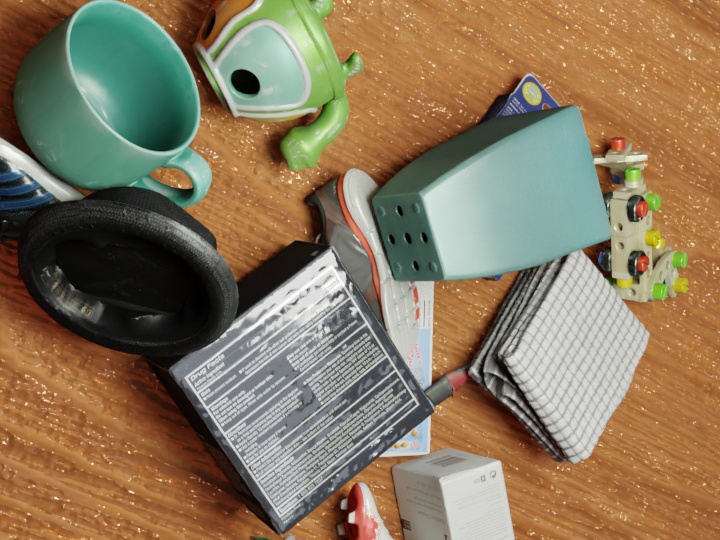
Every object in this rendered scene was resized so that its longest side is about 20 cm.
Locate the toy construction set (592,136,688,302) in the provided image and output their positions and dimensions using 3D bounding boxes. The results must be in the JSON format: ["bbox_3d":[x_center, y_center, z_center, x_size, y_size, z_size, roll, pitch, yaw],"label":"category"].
[{"bbox_3d":[0.313,-0.050,1.596,0.131,0.091,0.202,-26,103,-49],"label":"toy construction set"}]

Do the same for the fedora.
[{"bbox_3d":[-0.199,-0.014,1.255,0.200,0.200,0.092,38,39,-23],"label":"fedora"}]

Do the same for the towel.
[{"bbox_3d":[0.218,0.092,1.548,0.166,0.085,0.201,50,53,-22],"label":"towel"}]

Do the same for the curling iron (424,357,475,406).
[{"bbox_3d":[0.100,0.130,1.513,0.199,0.025,0.050,-24,103,-39],"label":"curling iron"}]

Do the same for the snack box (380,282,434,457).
[{"bbox_3d":[0.041,0.095,1.503,0.071,0.024,0.203,1,91,-28],"label":"snack box"}]

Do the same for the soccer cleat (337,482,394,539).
[{"bbox_3d":[0.029,0.311,1.474,0.084,0.069,0.202,-11,101,-11],"label":"soccer cleat"}]

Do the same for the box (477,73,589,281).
[{"bbox_3d":[0.161,-0.104,1.557,0.121,0.032,0.201,44,73,-22],"label":"box"}]

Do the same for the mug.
[{"bbox_3d":[-0.232,-0.135,1.280,0.151,0.114,0.187,-5,72,-52],"label":"mug"}]

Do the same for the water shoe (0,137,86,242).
[{"bbox_3d":[-0.319,-0.066,1.281,0.199,0.071,0.079,35,78,-24],"label":"water shoe"}]

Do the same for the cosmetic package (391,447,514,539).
[{"bbox_3d":[0.107,0.299,1.496,0.080,0.113,0.202,-13,95,-26],"label":"cosmetic package"}]

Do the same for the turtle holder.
[{"bbox_3d":[-0.083,-0.204,1.382,0.131,0.141,0.186,-32,146,-8],"label":"turtle holder"}]

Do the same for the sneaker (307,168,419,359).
[{"bbox_3d":[0.000,0.000,1.454,0.077,0.081,0.202,-15,89,-62],"label":"sneaker"}]

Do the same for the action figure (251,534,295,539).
[{"bbox_3d":[-0.021,0.304,1.377,0.118,0.199,0.055,43,72,-23],"label":"action figure"}]

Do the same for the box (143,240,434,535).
[{"bbox_3d":[-0.070,0.108,1.381,0.199,0.123,0.199,-36,107,-15],"label":"box"}]

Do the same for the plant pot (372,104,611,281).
[{"bbox_3d":[0.122,-0.066,1.428,0.199,0.141,0.143,-23,101,-32],"label":"plant pot"}]
